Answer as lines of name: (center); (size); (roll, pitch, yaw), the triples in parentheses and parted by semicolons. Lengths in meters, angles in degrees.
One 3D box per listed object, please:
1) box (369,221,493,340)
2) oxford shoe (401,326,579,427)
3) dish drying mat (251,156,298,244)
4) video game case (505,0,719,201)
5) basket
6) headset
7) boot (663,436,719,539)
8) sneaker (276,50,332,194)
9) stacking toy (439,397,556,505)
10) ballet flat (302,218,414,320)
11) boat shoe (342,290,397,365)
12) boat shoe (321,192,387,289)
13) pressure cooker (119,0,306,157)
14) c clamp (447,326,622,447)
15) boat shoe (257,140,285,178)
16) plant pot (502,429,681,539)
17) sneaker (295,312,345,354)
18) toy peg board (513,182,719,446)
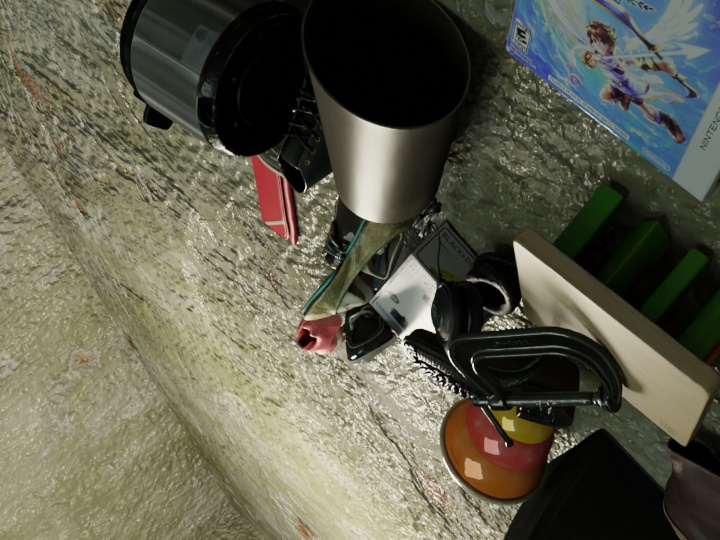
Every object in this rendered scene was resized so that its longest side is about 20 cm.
box: (0.089, 0.033, 1.212); (0.117, 0.060, 0.200); (49, 158, 3)
oxford shoe: (0.141, 0.097, 1.099); (0.196, 0.086, 0.073); (20, 156, 3)
dish drying mat: (-0.125, -0.117, 1.444); (0.077, 0.018, 0.201); (41, 156, 26)
video game case: (0.196, -0.170, 0.702); (0.200, 0.045, 0.182); (42, 156, 20)
basket: (0.025, -0.144, 0.965); (0.181, 0.135, 0.201); (54, 166, 25)
headset: (0.123, 0.021, 1.052); (0.201, 0.122, 0.094); (52, 154, 15)
boot: (0.379, 0.264, 0.997); (0.199, 0.072, 0.168); (37, 157, 39)
sneaker: (-0.044, -0.170, 1.082); (0.074, 0.106, 0.202); (35, 154, 32)
stacking toy: (0.188, 0.171, 1.191); (0.146, 0.145, 0.201); (43, 141, 14)
ballet flat: (0.000, 0.000, 1.215); (0.071, 0.070, 0.201); (42, 116, 16)
boat shoe: (0.009, 0.070, 1.338); (0.061, 0.073, 0.200); (64, -169, -8)
boat shoe: (-0.009, -0.029, 1.285); (0.072, 0.072, 0.202); (36, 154, 30)
pressure cooker: (-0.163, -0.241, 1.111); (0.199, 0.176, 0.180); (32, 149, 29)
c clamp: (0.170, 0.107, 0.971); (0.198, 0.027, 0.171); (-14, 128, 48)
boat shoe: (-0.111, -0.184, 1.239); (0.202, 0.072, 0.061); (45, 163, 23)
plant pot: (0.267, 0.342, 1.203); (0.200, 0.177, 0.201); (46, 159, 10)
sneaker: (-0.072, 0.093, 1.583); (0.074, 0.086, 0.201); (46, 158, 10)
toy peg board: (0.245, 0.034, 0.900); (0.199, 0.098, 0.200); (41, 172, 23)
